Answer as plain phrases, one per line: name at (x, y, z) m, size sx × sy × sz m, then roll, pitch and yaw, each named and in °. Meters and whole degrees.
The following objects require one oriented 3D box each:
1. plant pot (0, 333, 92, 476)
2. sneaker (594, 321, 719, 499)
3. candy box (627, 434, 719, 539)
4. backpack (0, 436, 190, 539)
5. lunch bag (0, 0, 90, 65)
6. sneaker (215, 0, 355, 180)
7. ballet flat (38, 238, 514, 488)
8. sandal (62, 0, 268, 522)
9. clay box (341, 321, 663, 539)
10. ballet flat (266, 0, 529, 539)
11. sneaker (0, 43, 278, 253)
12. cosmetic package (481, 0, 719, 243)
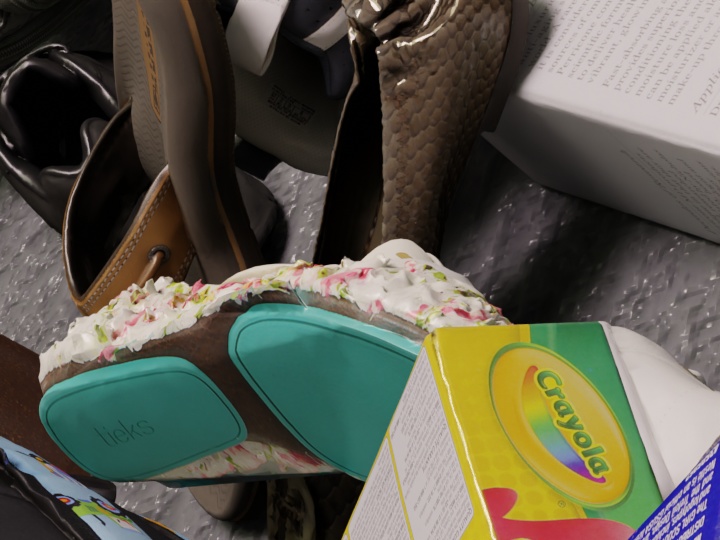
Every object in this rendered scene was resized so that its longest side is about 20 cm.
plant pot at (-0.226, 0.055, 0.949) m, size 0.187 × 0.200 × 0.187 m, roll -32°, pitch 36°, yaw 26°
sneaker at (0.100, 0.067, 0.679) m, size 0.085 × 0.073 × 0.200 m, roll -14°, pitch 27°, yaw -4°
candy box at (0.104, 0.144, 0.445) m, size 0.077 × 0.169 × 0.200 m, roll 122°, pitch 169°, yaw -47°
backpack at (-0.098, 0.118, 0.758) m, size 0.200 × 0.183 × 0.135 m, roll 22°, pitch 82°, yaw 45°
lunch bag at (-0.142, -0.167, 1.101) m, size 0.168 × 0.139 × 0.200 m, roll -25°, pitch 15°, yaw 28°
sneaker at (-0.008, -0.088, 0.900) m, size 0.199 × 0.079 × 0.130 m, roll 29°, pitch -96°, yaw -86°
ballet flat at (-0.012, 0.020, 0.743) m, size 0.200 × 0.076 × 0.064 m, roll -2°, pitch 38°, yaw 46°
sandal at (-0.064, -0.014, 0.844) m, size 0.055 × 0.200 × 0.082 m, roll -17°, pitch 33°, yaw -17°
clay box at (0.044, 0.124, 0.599) m, size 0.115 × 0.048 × 0.200 m, roll 111°, pitch 150°, yaw -49°
ballet flat at (0.000, 0.000, 0.803) m, size 0.067 × 0.046 × 0.200 m, roll 34°, pitch 113°, yaw 55°
sneaker at (-0.101, -0.051, 1.015) m, size 0.076 × 0.091 × 0.200 m, roll -53°, pitch 30°, yaw -2°
cosmetic package at (0.109, -0.064, 0.783) m, size 0.102 × 0.071 × 0.200 m, roll -55°, pitch 32°, yaw -7°
